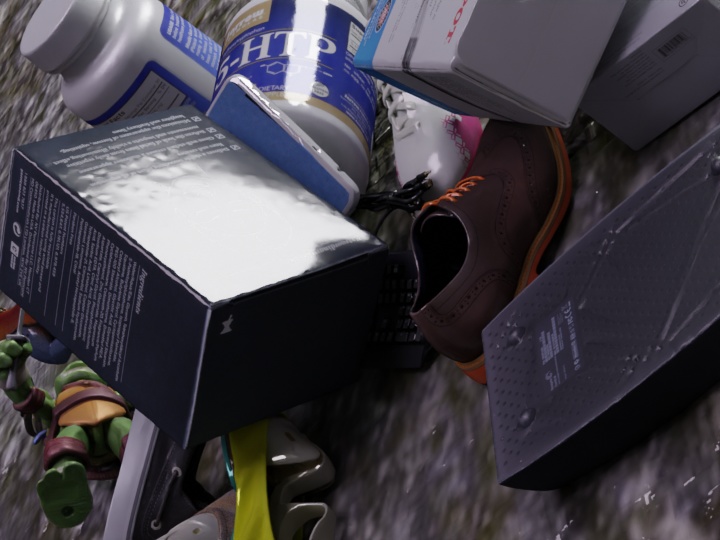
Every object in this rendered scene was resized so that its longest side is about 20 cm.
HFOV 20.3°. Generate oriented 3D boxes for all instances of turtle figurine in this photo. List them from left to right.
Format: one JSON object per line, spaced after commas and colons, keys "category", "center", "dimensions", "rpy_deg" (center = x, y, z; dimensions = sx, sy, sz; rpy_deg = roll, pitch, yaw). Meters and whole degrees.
{"category": "turtle figurine", "center": [-0.184, 0.080, 1.421], "dimensions": [0.200, 0.144, 0.194], "rpy_deg": [-52, 29, 16]}

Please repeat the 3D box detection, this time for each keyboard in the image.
{"category": "keyboard", "center": [0.000, 0.000, 1.297], "dimensions": [0.200, 0.021, 0.128], "rpy_deg": [-4, 72, 59]}

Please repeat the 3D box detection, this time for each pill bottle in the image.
{"category": "pill bottle", "center": [-0.165, -0.149, 1.589], "dimensions": [0.112, 0.200, 0.112], "rpy_deg": [-40, 29, 28]}
{"category": "pill bottle", "center": [-0.046, -0.133, 1.456], "dimensions": [0.120, 0.119, 0.201], "rpy_deg": [-37, 31, 34]}

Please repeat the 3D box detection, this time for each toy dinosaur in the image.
{"category": "toy dinosaur", "center": [-0.256, 0.034, 1.607], "dimensions": [0.181, 0.201, 0.105], "rpy_deg": [10, 46, 29]}

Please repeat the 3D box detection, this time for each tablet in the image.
{"category": "tablet", "center": [-0.090, -0.017, 1.364], "dimensions": [0.130, 0.014, 0.200], "rpy_deg": [44, 119, 20]}

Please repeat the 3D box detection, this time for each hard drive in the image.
{"category": "hard drive", "center": [0.146, 0.020, 1.027], "dimensions": [0.200, 0.042, 0.135], "rpy_deg": [-42, 29, 27]}

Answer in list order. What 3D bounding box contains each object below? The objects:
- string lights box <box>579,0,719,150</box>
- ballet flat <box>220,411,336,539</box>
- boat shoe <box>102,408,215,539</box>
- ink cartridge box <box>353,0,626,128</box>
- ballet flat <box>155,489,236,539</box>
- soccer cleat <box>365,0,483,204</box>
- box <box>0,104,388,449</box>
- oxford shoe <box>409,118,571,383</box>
{"category": "string lights box", "center": [0.178, -0.178, 1.186], "dimensions": [0.103, 0.059, 0.201], "rpy_deg": [-37, 31, 35]}
{"category": "ballet flat", "center": [-0.047, 0.142, 1.212], "dimensions": [0.067, 0.067, 0.201], "rpy_deg": [-21, 40, 17]}
{"category": "boat shoe", "center": [-0.122, 0.146, 1.314], "dimensions": [0.070, 0.066, 0.201], "rpy_deg": [7, -84, -83]}
{"category": "ink cartridge box", "center": [0.084, -0.168, 1.185], "dimensions": [0.146, 0.083, 0.200], "rpy_deg": [-65, 17, -1]}
{"category": "ballet flat", "center": [-0.105, 0.201, 1.222], "dimensions": [0.068, 0.067, 0.201], "rpy_deg": [-33, 33, 38]}
{"category": "soccer cleat", "center": [0.034, -0.122, 1.340], "dimensions": [0.070, 0.086, 0.201], "rpy_deg": [-39, 30, 31]}
{"category": "box", "center": [-0.107, -0.002, 1.255], "dimensions": [0.200, 0.148, 0.108], "rpy_deg": [36, 128, 34]}
{"category": "oxford shoe", "center": [0.073, -0.034, 1.181], "dimensions": [0.071, 0.072, 0.201], "rpy_deg": [-33, 33, 40]}
